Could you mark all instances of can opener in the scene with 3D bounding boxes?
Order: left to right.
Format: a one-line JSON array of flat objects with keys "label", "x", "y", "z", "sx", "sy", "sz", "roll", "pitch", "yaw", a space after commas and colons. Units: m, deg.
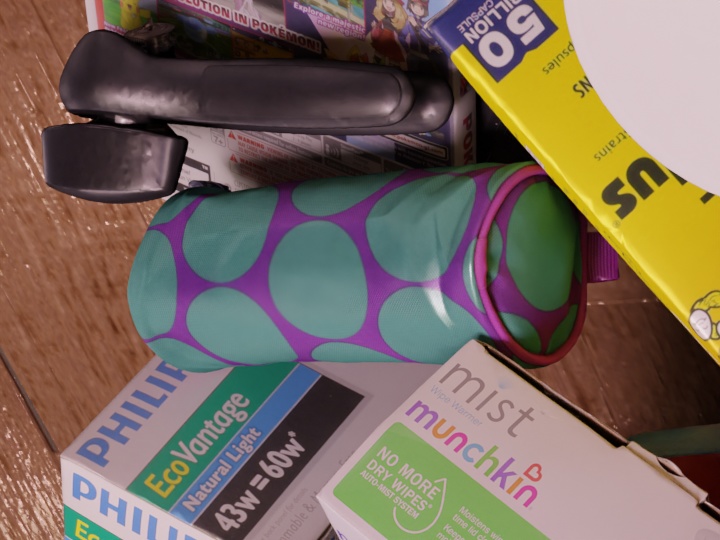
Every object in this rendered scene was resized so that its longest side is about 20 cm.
[{"label": "can opener", "x": -0.048, "y": -0.070, "z": 1.076, "sx": 0.200, "sy": 0.063, "sz": 0.079, "roll": -1, "pitch": 96, "yaw": 32}]

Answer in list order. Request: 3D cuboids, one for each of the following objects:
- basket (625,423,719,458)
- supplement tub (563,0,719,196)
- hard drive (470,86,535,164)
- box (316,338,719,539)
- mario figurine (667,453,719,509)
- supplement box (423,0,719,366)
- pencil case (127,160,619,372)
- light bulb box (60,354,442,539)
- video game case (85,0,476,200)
[{"label": "basket", "x": 0.216, "y": 0.123, "z": 1.025, "sx": 0.200, "sy": 0.139, "sz": 0.176, "roll": -17, "pitch": 120, "yaw": 33}, {"label": "supplement tub", "x": 0.167, "y": -0.122, "z": 0.816, "sx": 0.145, "sy": 0.200, "sz": 0.145, "roll": 23, "pitch": 136, "yaw": 25}, {"label": "hard drive", "x": 0.014, "y": -0.122, "z": 1.082, "sx": 0.200, "sy": 0.038, "sz": 0.140, "roll": 35, "pitch": 140, "yaw": 12}, {"label": "box", "x": 0.102, "y": 0.148, "z": 0.990, "sx": 0.200, "sy": 0.097, "sz": 0.177, "roll": 37, "pitch": 164, "yaw": 32}, {"label": "mario figurine", "x": 0.143, "y": 0.156, "z": 1.151, "sx": 0.123, "sy": 0.106, "sz": 0.200, "roll": -5, "pitch": 133, "yaw": 7}, {"label": "supplement box", "x": 0.132, "y": -0.047, "z": 0.942, "sx": 0.200, "sy": 0.109, "sz": 0.110, "roll": 48, "pitch": -176, "yaw": 3}, {"label": "pencil case", "x": 0.000, "y": 0.000, "z": 1.066, "sx": 0.200, "sy": 0.092, "sz": 0.085, "roll": -2, "pitch": 86, "yaw": 40}, {"label": "light bulb box", "x": -0.035, "y": 0.118, "z": 1.207, "sx": 0.125, "sy": 0.198, "sz": 0.200, "roll": 25, "pitch": 139, "yaw": 20}, {"label": "video game case", "x": -0.037, "y": -0.085, "z": 1.114, "sx": 0.200, "sy": 0.023, "sz": 0.182, "roll": 23, "pitch": 136, "yaw": 27}]
